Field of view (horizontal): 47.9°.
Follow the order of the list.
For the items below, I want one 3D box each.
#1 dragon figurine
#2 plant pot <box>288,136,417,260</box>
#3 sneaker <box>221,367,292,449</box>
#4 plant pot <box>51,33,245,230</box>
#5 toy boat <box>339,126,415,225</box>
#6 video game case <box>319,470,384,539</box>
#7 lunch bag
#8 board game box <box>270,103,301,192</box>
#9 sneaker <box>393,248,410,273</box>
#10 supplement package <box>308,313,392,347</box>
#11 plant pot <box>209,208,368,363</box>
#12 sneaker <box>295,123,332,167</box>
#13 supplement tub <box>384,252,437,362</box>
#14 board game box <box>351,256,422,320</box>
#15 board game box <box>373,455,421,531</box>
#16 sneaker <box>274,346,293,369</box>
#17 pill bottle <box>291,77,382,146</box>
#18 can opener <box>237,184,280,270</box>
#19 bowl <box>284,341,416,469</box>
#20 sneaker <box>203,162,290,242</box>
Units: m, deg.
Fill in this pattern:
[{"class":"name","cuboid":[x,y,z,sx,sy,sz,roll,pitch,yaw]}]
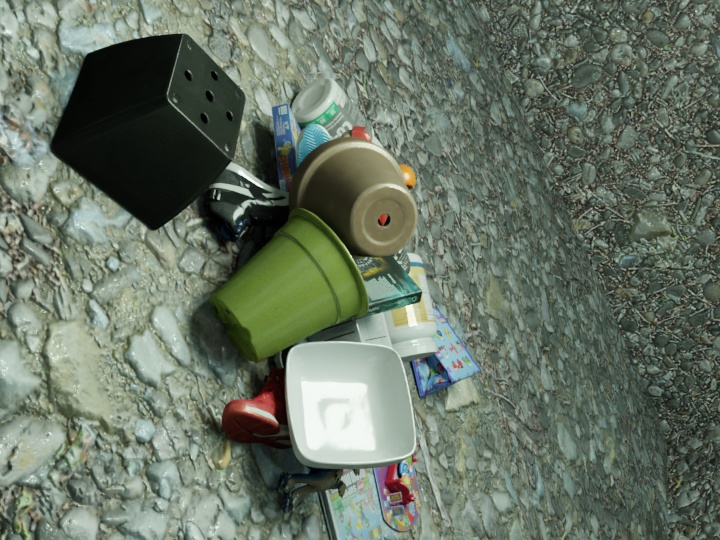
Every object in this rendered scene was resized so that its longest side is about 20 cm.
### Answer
[{"class":"dragon figurine","cuboid":[-0.056,0.306,1.293,0.200,0.099,0.059,-50,136,-49]},{"class":"plant pot","cuboid":[0.003,-0.096,1.271,0.201,0.200,0.175,55,-7,-27]},{"class":"sneaker","cuboid":[-0.153,0.201,1.245,0.200,0.078,0.116,47,27,-58]},{"class":"plant pot","cuboid":[-0.276,-0.213,1.146,0.199,0.176,0.201,44,38,-41]},{"class":"toy boat","cuboid":[0.032,-0.152,1.419,0.131,0.129,0.202,-79,163,-70]},{"class":"video game case","cuboid":[-0.018,0.406,1.402,0.143,0.017,0.202,-3,77,-61]},{"class":"lunch bag","cuboid":[0.163,0.161,1.805,0.150,0.094,0.201,-5,69,-58]},{"class":"board game box","cuboid":[-0.120,-0.184,1.490,0.136,0.034,0.202,63,17,-64]},{"class":"sneaker","cuboid":[0.005,-0.023,1.524,0.074,0.199,0.081,-46,147,-41]},{"class":"supplement package","cuboid":[-0.019,0.125,1.467,0.113,0.109,0.202,-1,74,-60]},{"class":"plant pot","cuboid":[-0.122,0.039,1.241,0.189,0.200,0.201,-35,108,-21]},{"class":"sneaker","cuboid":[-0.076,-0.186,1.452,0.201,0.076,0.081,79,-5,-49]},{"class":"supplement tub","cuboid":[0.073,0.078,1.620,0.144,0.144,0.202,8,67,-59]},{"class":"board game box","cuboid":[0.000,0.000,1.409,0.134,0.028,0.200,-13,43,-25]},{"class":"board game box","cuboid":[0.085,0.395,1.563,0.158,0.039,0.202,8,68,-59]},{"class":"sneaker","cuboid":[-0.049,0.191,1.357,0.201,0.111,0.073,58,31,-23]},{"class":"pill bottle","cuboid":[-0.042,-0.288,1.664,0.200,0.112,0.114,44,39,-39]},{"class":"can opener","cuboid":[-0.164,-0.063,1.381,0.066,0.052,0.202,43,39,-43]},{"class":"bowl","cuboid":[-0.025,0.215,1.253,0.198,0.075,0.201,4,55,-20]},{"class":"sneaker","cuboid":[-0.167,-0.083,1.332,0.199,0.073,0.113,27,64,-17]}]
